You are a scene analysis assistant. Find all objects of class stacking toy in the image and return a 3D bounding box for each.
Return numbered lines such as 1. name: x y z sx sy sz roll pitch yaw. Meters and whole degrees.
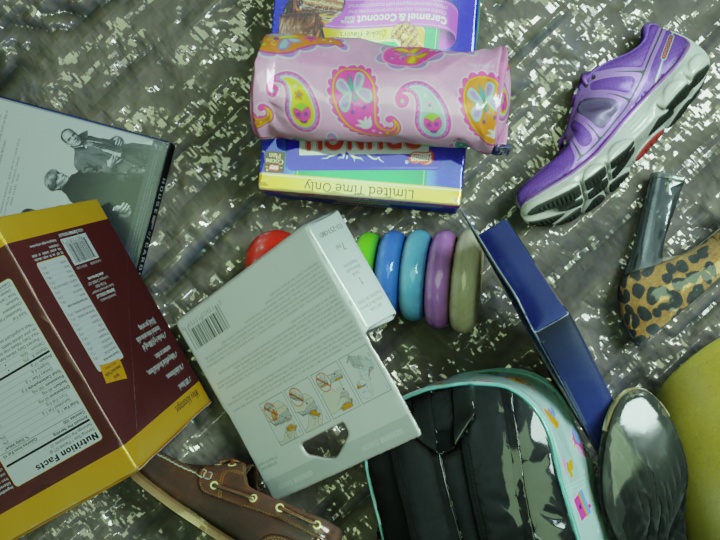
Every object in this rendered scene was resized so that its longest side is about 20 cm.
1. stacking toy: 0.000 0.000 0.900 0.198 0.085 0.086 6 89 9

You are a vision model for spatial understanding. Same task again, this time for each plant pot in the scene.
1. plant pot: 0.307 0.127 0.826 0.199 0.200 0.142 -35 62 4

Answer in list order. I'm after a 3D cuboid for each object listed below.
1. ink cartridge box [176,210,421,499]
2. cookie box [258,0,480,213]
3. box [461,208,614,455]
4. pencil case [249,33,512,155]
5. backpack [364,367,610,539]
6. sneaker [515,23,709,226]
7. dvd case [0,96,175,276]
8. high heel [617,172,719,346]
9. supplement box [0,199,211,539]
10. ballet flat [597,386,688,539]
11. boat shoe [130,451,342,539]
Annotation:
1. ink cartridge box: -0.045 0.073 0.861 0.200 0.043 0.174 -33 87 44
2. cookie box: 0.009 -0.156 0.903 0.170 0.075 0.202 5 90 5
3. box: 0.141 0.045 0.811 0.032 0.121 0.200 -30 128 5
4. pencil case: 0.016 -0.132 0.824 0.198 0.087 0.088 5 89 4
5. backpack: 0.100 0.175 0.835 0.175 0.153 0.202 -17 92 29
6. sneaker: 0.196 -0.119 0.896 0.200 0.081 0.083 -46 69 -4
7. dvd case: -0.277 -0.064 0.953 0.198 0.025 0.152 15 90 6
8. high heel: 0.311 0.009 0.867 0.198 0.071 0.144 13 83 22
9. supplement box: -0.242 0.070 0.844 0.132 0.197 0.201 -29 93 10
10. ballet flat: 0.205 0.183 0.791 0.066 0.057 0.202 -9 96 0
11. boat shoe: -0.103 0.192 0.894 0.199 0.070 0.071 27 80 25
